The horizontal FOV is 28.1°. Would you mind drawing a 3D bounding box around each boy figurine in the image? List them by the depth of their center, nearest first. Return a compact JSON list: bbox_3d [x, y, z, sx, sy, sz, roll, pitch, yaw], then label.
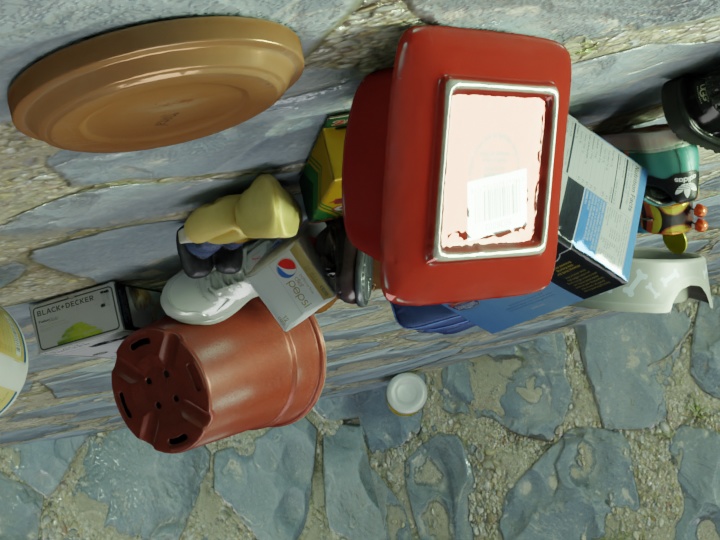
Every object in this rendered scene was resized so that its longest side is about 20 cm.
[{"bbox_3d":[-0.106,-0.043,1.372,0.124,0.065,0.200,-7,173,-29],"label":"boy figurine"}]

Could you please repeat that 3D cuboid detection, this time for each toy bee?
[{"bbox_3d":[0.338,-0.065,1.578,0.108,0.200,0.131,9,142,33],"label":"toy bee"}]

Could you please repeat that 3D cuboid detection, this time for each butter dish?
[{"bbox_3d":[0.052,-0.083,1.096,0.200,0.200,0.148,-4,-169,-45],"label":"butter dish"}]

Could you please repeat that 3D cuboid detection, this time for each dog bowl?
[{"bbox_3d":[0.302,0.007,1.639,0.199,0.059,0.200,3,-173,0],"label":"dog bowl"}]

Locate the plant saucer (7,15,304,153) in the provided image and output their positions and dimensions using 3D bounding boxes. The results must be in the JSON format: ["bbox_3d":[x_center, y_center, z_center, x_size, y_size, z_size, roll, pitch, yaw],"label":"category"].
[{"bbox_3d":[-0.134,-0.118,0.967,0.200,0.032,0.200,-12,172,-2],"label":"plant saucer"}]

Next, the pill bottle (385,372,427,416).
[{"bbox_3d":[0.124,0.342,3.934,0.112,0.112,0.200,-13,171,-2],"label":"pill bottle"}]

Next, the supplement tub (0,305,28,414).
[{"bbox_3d":[-0.420,0.082,1.425,0.144,0.145,0.200,-13,171,-2],"label":"supplement tub"}]

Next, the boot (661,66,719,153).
[{"bbox_3d":[0.393,-0.160,1.321,0.158,0.080,0.211,-21,168,40],"label":"boot"}]

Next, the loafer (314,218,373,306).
[{"bbox_3d":[-0.018,-0.024,1.381,0.063,0.072,0.200,0,-152,4],"label":"loafer"}]

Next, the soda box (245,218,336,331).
[{"bbox_3d":[-0.057,-0.003,1.445,0.064,0.068,0.200,-35,-174,11],"label":"soda box"}]

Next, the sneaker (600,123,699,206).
[{"bbox_3d":[0.282,-0.102,1.430,0.071,0.080,0.200,-13,-174,-5],"label":"sneaker"}]

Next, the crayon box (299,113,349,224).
[{"bbox_3d":[0.020,-0.095,1.271,0.126,0.051,0.200,-11,170,-10],"label":"crayon box"}]

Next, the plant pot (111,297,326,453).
[{"bbox_3d":[-0.175,0.116,1.697,0.200,0.201,0.195,-19,-179,35],"label":"plant pot"}]

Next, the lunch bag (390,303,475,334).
[{"bbox_3d":[0.129,-0.005,1.712,0.199,0.136,0.132,-20,170,21],"label":"lunch bag"}]

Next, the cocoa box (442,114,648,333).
[{"bbox_3d":[0.154,-0.043,1.375,0.131,0.134,0.200,30,149,-25],"label":"cocoa box"}]

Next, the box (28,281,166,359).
[{"bbox_3d":[-0.303,0.063,1.753,0.116,0.060,0.200,-15,171,13],"label":"box"}]

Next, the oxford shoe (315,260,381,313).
[{"bbox_3d":[0.000,0.000,1.584,0.071,0.071,0.200,-21,163,-47],"label":"oxford shoe"}]

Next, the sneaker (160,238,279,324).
[{"bbox_3d":[-0.128,-0.002,1.604,0.199,0.078,0.099,-20,166,-14],"label":"sneaker"}]
